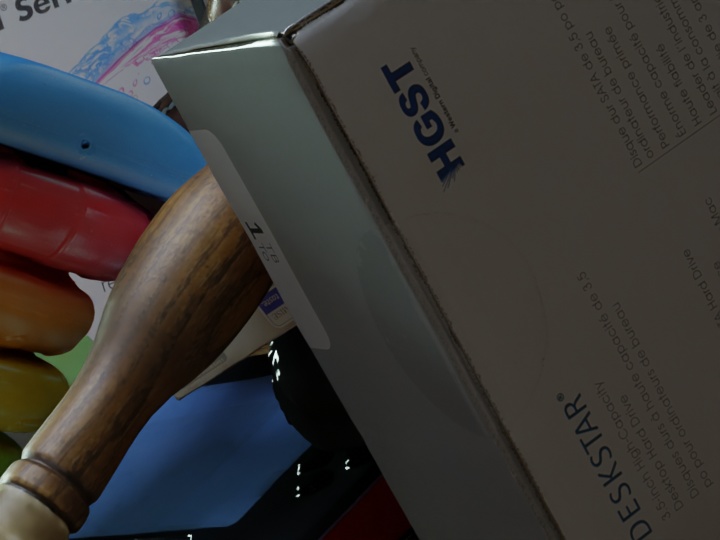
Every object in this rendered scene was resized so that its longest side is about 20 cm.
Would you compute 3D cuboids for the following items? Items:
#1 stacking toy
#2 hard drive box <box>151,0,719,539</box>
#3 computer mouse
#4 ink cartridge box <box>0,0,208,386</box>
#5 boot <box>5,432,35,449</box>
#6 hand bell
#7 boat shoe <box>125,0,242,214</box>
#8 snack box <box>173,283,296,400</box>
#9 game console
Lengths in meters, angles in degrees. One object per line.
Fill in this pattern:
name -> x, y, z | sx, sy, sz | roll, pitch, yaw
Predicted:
stacking toy -> -0.124, 0.039, 0.768 | 0.110, 0.116, 0.201 | 17, 90, 53
hard drive box -> 0.079, -0.035, 0.670 | 0.200, 0.156, 0.077 | -34, 15, -22
computer mouse -> 0.000, 0.000, 0.825 | 0.058, 0.034, 0.200 | -29, 15, 7
ink cartridge box -> -0.100, -0.062, 0.922 | 0.117, 0.201, 0.067 | -21, -6, 14
boot -> -0.176, 0.080, 0.936 | 0.090, 0.073, 0.200 | -30, 7, 36
hand bell -> -0.069, 0.044, 0.660 | 0.104, 0.104, 0.200 | -7, 46, 56
boat shoe -> -0.007, -0.083, 0.823 | 0.200, 0.070, 0.070 | -39, 6, 15
snack box -> 0.007, -0.030, 0.795 | 0.072, 0.024, 0.200 | -34, 7, 30
game console -> -0.064, 0.079, 0.807 | 0.177, 0.031, 0.200 | -39, 17, -35
